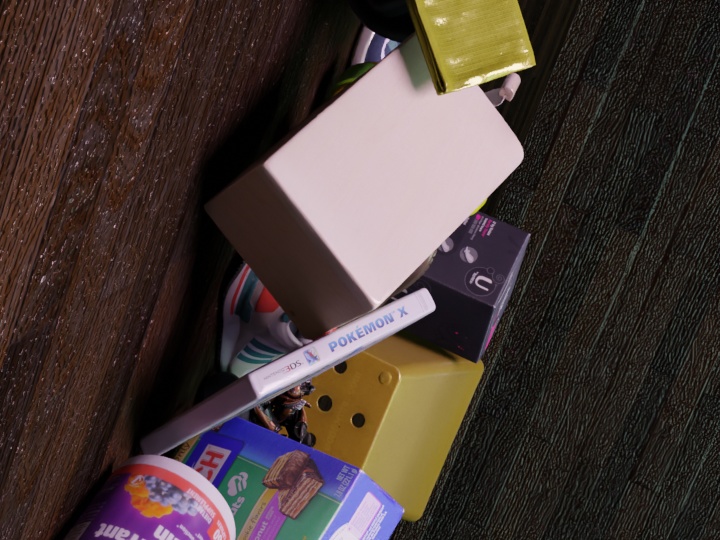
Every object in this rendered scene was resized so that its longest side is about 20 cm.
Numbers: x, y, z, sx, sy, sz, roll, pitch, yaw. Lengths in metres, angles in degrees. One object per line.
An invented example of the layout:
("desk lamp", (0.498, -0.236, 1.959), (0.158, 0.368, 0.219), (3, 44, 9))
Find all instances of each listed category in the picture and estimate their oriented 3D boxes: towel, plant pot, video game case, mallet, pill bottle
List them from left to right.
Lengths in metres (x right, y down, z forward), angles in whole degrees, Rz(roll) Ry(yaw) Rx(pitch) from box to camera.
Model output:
("pill bottle", (-0.179, 0.239, 1.089), (0.201, 0.110, 0.112), (-57, 167, -47))
("mallet", (-0.158, 0.185, 1.331), (0.201, 0.041, 0.066), (-60, 166, -14))
("video game case", (-0.060, 0.082, 1.175), (0.181, 0.022, 0.199), (-25, 176, -37))
("plant pot", (-0.008, 0.149, 1.652), (0.202, 0.198, 0.176), (-67, 160, 3))
("towel", (0.064, -0.235, 1.091), (0.018, 0.085, 0.203), (176, -105, -73))

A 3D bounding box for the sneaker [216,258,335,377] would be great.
("sneaker", (-0.071, 0.058, 1.323), (0.201, 0.092, 0.071), (98, 19, -58))

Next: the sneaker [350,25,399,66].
("sneaker", (0.028, -0.157, 1.373), (0.075, 0.084, 0.202), (1, 109, -79))

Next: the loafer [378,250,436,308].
("loafer", (0.000, 0.000, 1.326), (0.200, 0.067, 0.076), (-44, -167, 44))

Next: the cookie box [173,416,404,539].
("cookie box", (-0.091, 0.220, 1.223), (0.172, 0.199, 0.075), (-57, 132, -17))

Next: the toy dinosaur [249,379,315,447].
("toy dinosaur", (-0.082, 0.140, 1.488), (0.137, 0.101, 0.202), (-87, 170, -48))

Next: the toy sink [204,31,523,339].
("toy sink", (0.004, -0.066, 1.127), (0.200, 0.131, 0.112), (-45, -170, -33))

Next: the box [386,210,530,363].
("box", (0.064, -0.008, 1.599), (0.123, 0.198, 0.107), (99, 18, -57))

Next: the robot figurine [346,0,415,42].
("robot figurine", (0.054, -0.243, 1.199), (0.200, 0.124, 0.152), (-28, 140, -74))

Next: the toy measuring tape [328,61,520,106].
("toy measuring tape", (0.037, -0.151, 1.273), (0.073, 0.198, 0.075), (22, 61, -48))

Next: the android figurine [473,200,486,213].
("android figurine", (0.031, -0.050, 1.435), (0.200, 0.180, 0.042), (-30, 109, -74))
